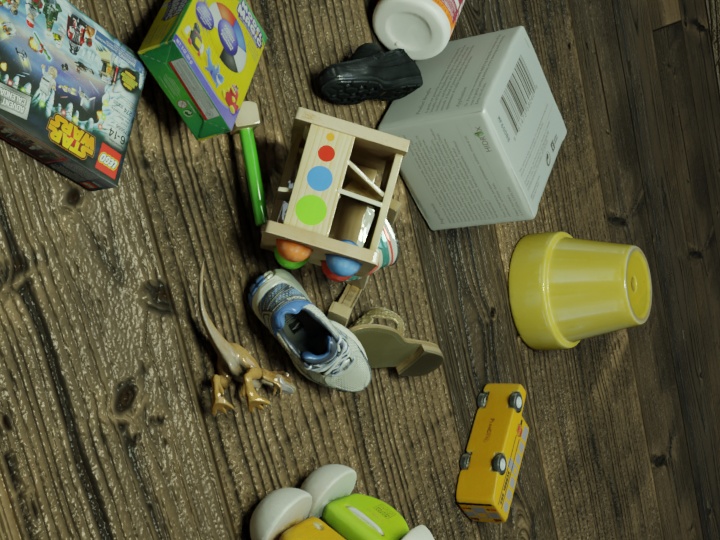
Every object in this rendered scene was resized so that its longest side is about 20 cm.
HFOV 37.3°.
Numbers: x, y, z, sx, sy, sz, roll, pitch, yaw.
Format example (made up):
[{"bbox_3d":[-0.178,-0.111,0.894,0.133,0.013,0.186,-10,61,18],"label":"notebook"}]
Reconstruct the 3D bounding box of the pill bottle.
[{"bbox_3d":[0.095,-0.396,1.482,0.110,0.109,0.200,54,45,-38],"label":"pill bottle"}]

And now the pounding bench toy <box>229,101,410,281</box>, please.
[{"bbox_3d":[-0.068,-0.083,1.169,0.124,0.199,0.156,134,-28,-80],"label":"pounding bench toy"}]

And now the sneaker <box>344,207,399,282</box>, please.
[{"bbox_3d":[-0.036,-0.079,1.264,0.093,0.070,0.200,-29,92,-26],"label":"sneaker"}]

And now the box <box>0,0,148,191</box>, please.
[{"bbox_3d":[-0.281,-0.175,0.947,0.200,0.040,0.137,34,59,-50],"label":"box"}]

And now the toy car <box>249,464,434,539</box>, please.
[{"bbox_3d":[-0.028,0.324,1.182,0.200,0.175,0.150,-15,133,-57],"label":"toy car"}]

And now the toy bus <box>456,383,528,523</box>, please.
[{"bbox_3d":[0.202,0.268,1.593,0.078,0.065,0.200,54,44,-39],"label":"toy bus"}]

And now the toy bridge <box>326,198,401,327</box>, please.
[{"bbox_3d":[0.000,0.000,1.331,0.067,0.027,0.200,107,7,-56],"label":"toy bridge"}]

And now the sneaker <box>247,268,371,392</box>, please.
[{"bbox_3d":[-0.049,0.088,1.204,0.077,0.085,0.200,-44,126,1],"label":"sneaker"}]

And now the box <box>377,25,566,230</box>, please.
[{"bbox_3d":[0.161,-0.196,1.499,0.200,0.171,0.199,59,41,-34],"label":"box"}]

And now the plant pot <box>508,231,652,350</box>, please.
[{"bbox_3d":[0.372,0.029,1.772,0.201,0.189,0.201,13,75,-55],"label":"plant pot"}]

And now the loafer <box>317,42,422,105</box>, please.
[{"bbox_3d":[0.007,-0.257,1.378,0.200,0.068,0.071,-17,81,-54],"label":"loafer"}]

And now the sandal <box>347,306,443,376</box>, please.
[{"bbox_3d":[0.026,0.082,1.369,0.212,0.078,0.070,22,34,-51],"label":"sandal"}]

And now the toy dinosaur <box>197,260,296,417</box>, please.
[{"bbox_3d":[-0.137,0.096,1.131,0.200,0.060,0.106,54,20,-45],"label":"toy dinosaur"}]

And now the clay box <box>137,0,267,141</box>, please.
[{"bbox_3d":[-0.156,-0.242,1.109,0.115,0.047,0.200,58,30,-37],"label":"clay box"}]
